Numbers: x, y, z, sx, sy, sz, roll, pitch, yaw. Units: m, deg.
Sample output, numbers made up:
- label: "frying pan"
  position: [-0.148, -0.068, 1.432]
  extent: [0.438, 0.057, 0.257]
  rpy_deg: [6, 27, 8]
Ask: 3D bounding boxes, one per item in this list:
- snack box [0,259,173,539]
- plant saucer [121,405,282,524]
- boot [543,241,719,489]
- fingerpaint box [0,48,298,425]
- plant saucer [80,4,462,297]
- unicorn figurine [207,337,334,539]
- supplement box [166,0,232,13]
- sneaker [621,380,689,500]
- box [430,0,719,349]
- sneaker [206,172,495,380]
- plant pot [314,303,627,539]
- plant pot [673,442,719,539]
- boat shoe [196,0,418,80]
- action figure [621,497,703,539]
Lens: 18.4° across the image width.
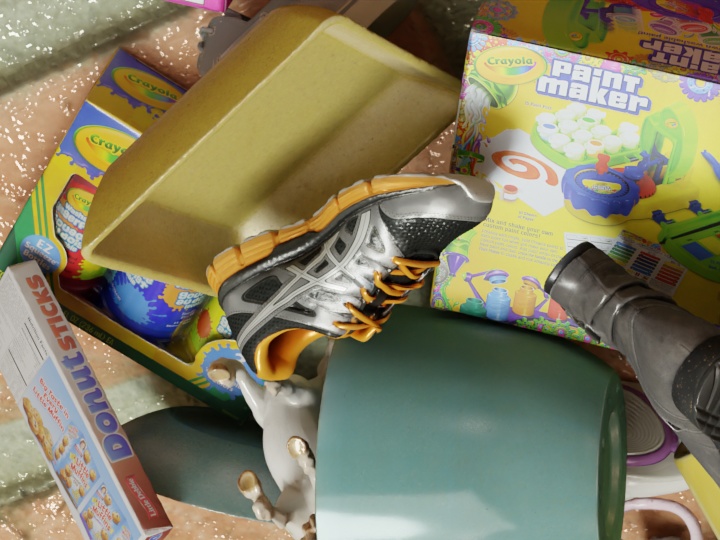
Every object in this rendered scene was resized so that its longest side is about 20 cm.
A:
- label: "snack box"
  position: [-0.184, 0.096, 1.414]
  extent: [0.201, 0.024, 0.072]
  rpy_deg: [60, 141, 18]
- label: "plant saucer"
  position: [-0.079, 0.123, 1.476]
  extent: [0.200, 0.201, 0.039]
  rpy_deg: [15, 96, 6]
- label: "boot"
  position: [0.183, 0.057, 1.251]
  extent: [0.132, 0.070, 0.200]
  rpy_deg: [40, 170, 36]
- label: "fingerpaint box"
  position: [-0.116, -0.019, 1.442]
  extent: [0.199, 0.073, 0.167]
  rpy_deg: [32, 126, -7]
- label: "plant saucer"
  position: [-0.053, -0.073, 1.282]
  extent: [0.200, 0.200, 0.049]
  rpy_deg: [-42, 67, 14]
- label: "unicorn figurine"
  position: [-0.037, 0.099, 1.383]
  extent: [0.073, 0.201, 0.137]
  rpy_deg: [-9, 154, 22]
- label: "supplement box"
  position: [-0.155, -0.233, 1.291]
  extent: [0.199, 0.101, 0.104]
  rpy_deg: [14, 125, 6]
- label: "sneaker"
  position: [0.141, 0.126, 1.482]
  extent: [0.199, 0.075, 0.100]
  rpy_deg: [1, 142, 16]
- label: "box"
  position: [0.159, -0.065, 1.302]
  extent: [0.199, 0.122, 0.193]
  rpy_deg: [13, 126, 8]
- label: "sneaker"
  position: [0.000, 0.000, 1.264]
  extent: [0.200, 0.078, 0.078]
  rpy_deg: [-27, 69, 37]
- label: "plant pot"
  position: [0.075, 0.119, 1.345]
  extent: [0.160, 0.201, 0.201]
  rpy_deg: [1, 124, 14]
- label: "plant pot"
  position: [0.302, 0.146, 1.374]
  extent: [0.189, 0.201, 0.201]
  rpy_deg: [49, 124, 1]
- label: "boat shoe"
  position: [-0.058, -0.128, 1.334]
  extent: [0.201, 0.070, 0.072]
  rpy_deg: [-39, 79, 9]
- label: "action figure"
  position: [0.223, 0.268, 1.457]
  extent: [0.133, 0.201, 0.149]
  rpy_deg: [-6, 136, 33]
